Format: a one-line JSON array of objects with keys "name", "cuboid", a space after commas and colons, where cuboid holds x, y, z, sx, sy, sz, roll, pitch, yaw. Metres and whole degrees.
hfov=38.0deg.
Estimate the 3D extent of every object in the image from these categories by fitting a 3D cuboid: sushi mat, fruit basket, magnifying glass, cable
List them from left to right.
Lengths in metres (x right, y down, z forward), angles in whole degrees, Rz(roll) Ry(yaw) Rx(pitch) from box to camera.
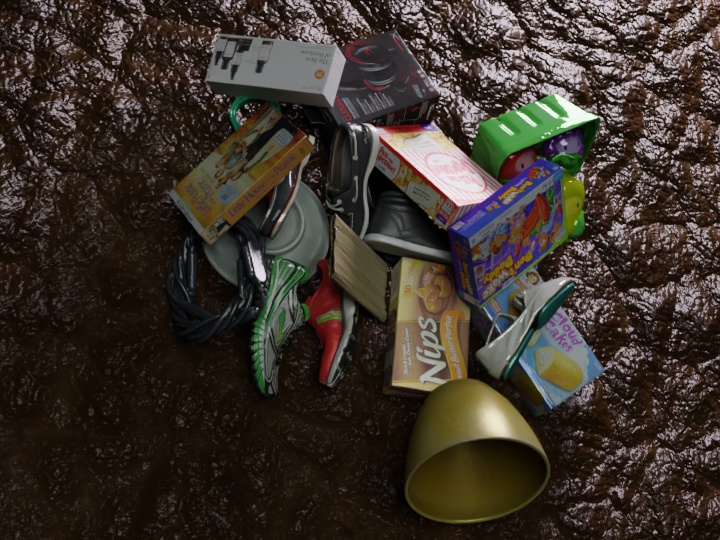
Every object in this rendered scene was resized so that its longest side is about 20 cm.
[{"name": "cable", "cuboid": [-0.203, 0.007, 1.461, 0.051, 0.163, 0.201, 33, 30, -48]}, {"name": "magnifying glass", "cuboid": [-0.163, -0.191, 1.567, 0.079, 0.022, 0.201, 2, 54, 0]}, {"name": "sushi mat", "cuboid": [0.000, 0.000, 1.492, 0.012, 0.200, 0.096, -8, 67, 21]}, {"name": "fruit basket", "cuboid": [0.293, -0.153, 1.650, 0.214, 0.156, 0.217, 3, 55, -5]}]

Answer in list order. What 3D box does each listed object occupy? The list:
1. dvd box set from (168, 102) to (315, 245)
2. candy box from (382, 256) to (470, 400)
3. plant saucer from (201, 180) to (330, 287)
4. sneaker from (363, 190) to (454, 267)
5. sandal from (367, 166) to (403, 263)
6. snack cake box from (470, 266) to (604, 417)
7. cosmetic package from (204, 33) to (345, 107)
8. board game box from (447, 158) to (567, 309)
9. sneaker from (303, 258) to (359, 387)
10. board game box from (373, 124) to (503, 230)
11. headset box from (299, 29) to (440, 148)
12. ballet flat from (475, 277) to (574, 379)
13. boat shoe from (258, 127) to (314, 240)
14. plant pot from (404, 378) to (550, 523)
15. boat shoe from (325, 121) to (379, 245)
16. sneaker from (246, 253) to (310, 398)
[{"name": "dvd box set", "cuboid": [-0.172, -0.141, 1.480, 0.200, 0.146, 0.029, -42, 129, -1]}, {"name": "candy box", "cuboid": [0.100, 0.089, 1.548, 0.115, 0.055, 0.201, 10, 69, -12]}, {"name": "plant saucer", "cuboid": [-0.137, -0.067, 1.542, 0.199, 0.050, 0.202, 5, 70, -14]}, {"name": "sneaker", "cuboid": [0.105, -0.064, 1.574, 0.199, 0.071, 0.100, 15, 75, -21]}, {"name": "sandal", "cuboid": [0.032, -0.111, 1.607, 0.076, 0.043, 0.201, -20, 77, -21]}, {"name": "snack cake box", "cuboid": [0.261, 0.104, 1.582, 0.115, 0.067, 0.201, -31, 81, -22]}, {"name": "cosmetic package", "cuboid": [-0.129, -0.302, 1.572, 0.199, 0.051, 0.083, 9, 78, 20]}, {"name": "board game box", "cuboid": [0.220, -0.055, 1.535, 0.200, 0.135, 0.045, -37, 44, -24]}, {"name": "sneaker", "cuboid": [-0.047, 0.075, 1.516, 0.084, 0.077, 0.201, 4, 65, 7]}, {"name": "board game box", "cuboid": [0.115, -0.144, 1.569, 0.151, 0.046, 0.200, -12, 48, -48]}, {"name": "headset box", "cuboid": [-0.001, -0.274, 1.626, 0.199, 0.075, 0.149, -22, 65, -21]}, {"name": "ballet flat", "cuboid": [0.236, 0.069, 1.521, 0.069, 0.069, 0.200, 41, 67, 1]}, {"name": "boat shoe", "cuboid": [-0.118, -0.130, 1.500, 0.062, 0.071, 0.201, 24, 53, -12]}, {"name": "plant pot", "cuboid": [0.150, 0.236, 1.453, 0.198, 0.201, 0.143, 5, 44, -14]}, {"name": "boat shoe", "cuboid": [-0.022, -0.119, 1.539, 0.060, 0.074, 0.201, -1, 109, -45]}, {"name": "sneaker", "cuboid": [-0.113, 0.080, 1.467, 0.085, 0.078, 0.202, 9, 82, -8]}]
